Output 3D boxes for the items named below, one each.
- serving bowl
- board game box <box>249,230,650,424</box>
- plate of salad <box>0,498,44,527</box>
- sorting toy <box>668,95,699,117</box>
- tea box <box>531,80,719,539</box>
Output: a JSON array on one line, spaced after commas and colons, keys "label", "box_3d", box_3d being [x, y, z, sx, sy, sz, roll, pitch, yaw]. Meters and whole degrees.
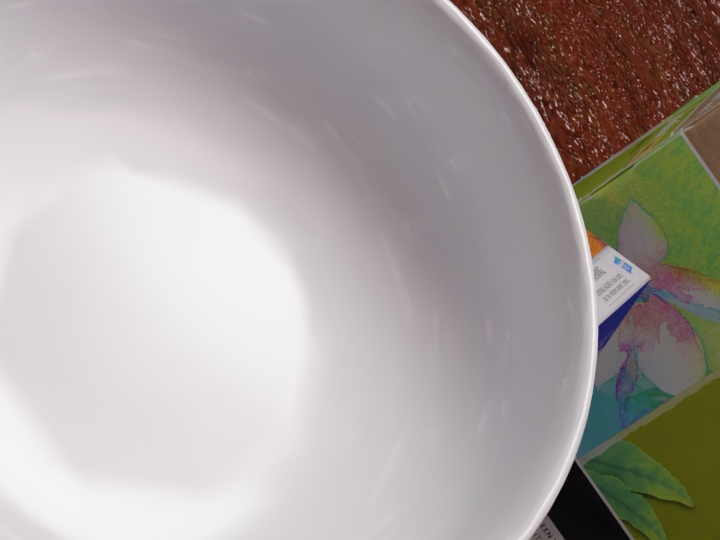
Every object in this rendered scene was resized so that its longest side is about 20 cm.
[{"label": "serving bowl", "box_3d": [-0.044, 0.006, 0.646, 0.199, 0.066, 0.201, 9, 65, -21]}, {"label": "board game box", "box_3d": [0.000, 0.000, 0.795, 0.134, 0.045, 0.200, 36, 21, 8]}, {"label": "plate of salad", "box_3d": [-0.094, 0.148, 0.602, 0.199, 0.048, 0.201, 21, 56, -34]}, {"label": "sorting toy", "box_3d": [0.182, 0.043, 1.245, 0.199, 0.069, 0.200, 50, 25, -9]}, {"label": "tea box", "box_3d": [0.130, 0.055, 0.977, 0.200, 0.196, 0.134, 53, 24, 0]}]
